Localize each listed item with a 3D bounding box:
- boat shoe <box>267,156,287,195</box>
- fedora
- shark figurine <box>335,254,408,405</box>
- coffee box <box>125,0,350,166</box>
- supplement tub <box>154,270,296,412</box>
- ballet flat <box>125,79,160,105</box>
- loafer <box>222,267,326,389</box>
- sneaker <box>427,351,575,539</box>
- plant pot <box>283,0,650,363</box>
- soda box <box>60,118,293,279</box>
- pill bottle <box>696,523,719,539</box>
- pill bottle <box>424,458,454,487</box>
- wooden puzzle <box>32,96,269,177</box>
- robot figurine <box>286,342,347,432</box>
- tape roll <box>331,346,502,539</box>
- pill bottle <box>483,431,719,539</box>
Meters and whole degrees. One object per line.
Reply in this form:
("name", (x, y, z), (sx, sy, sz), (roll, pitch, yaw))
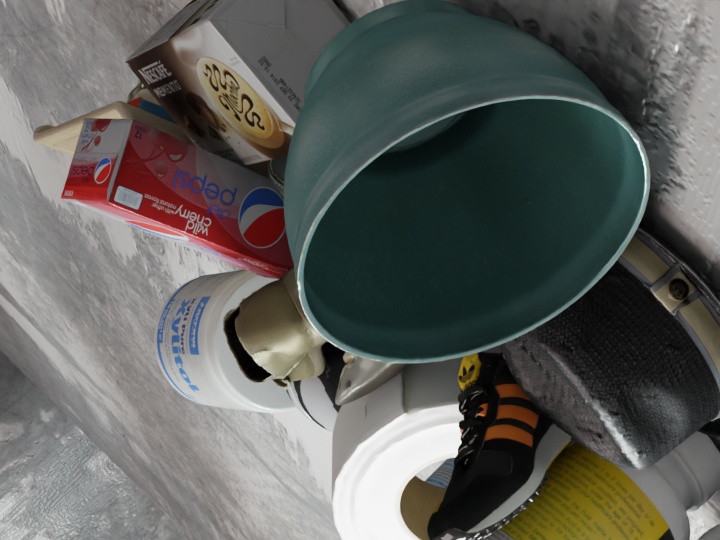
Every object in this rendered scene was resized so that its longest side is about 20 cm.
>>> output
("boat shoe", (-0.005, -0.075, 1.072), (0.062, 0.073, 0.199), (29, 169, -40))
("fedora", (0.151, 0.051, 0.970), (0.200, 0.092, 0.201), (42, 161, 18))
("shark figurine", (0.043, 0.017, 1.051), (0.089, 0.128, 0.215), (42, 157, 22))
("coffee box", (-0.077, -0.142, 1.104), (0.113, 0.080, 0.200), (50, 161, -16))
("supplement tub", (-0.109, 0.065, 1.486), (0.132, 0.132, 0.200), (51, 161, -12))
("ballet flat", (-0.170, -0.143, 1.329), (0.069, 0.069, 0.200), (48, 161, -1))
("loafer", (-0.066, 0.046, 1.165), (0.200, 0.067, 0.076), (105, 141, -73))
("sneaker", (0.084, 0.101, 1.020), (0.090, 0.200, 0.070), (49, 135, 0))
("plant pot", (0.043, -0.065, 0.875), (0.201, 0.199, 0.135), (73, 176, -52))
("soda box", (-0.115, -0.049, 1.155), (0.199, 0.064, 0.070), (23, 169, -40))
("pill bottle", (0.262, 0.231, 1.048), (0.119, 0.120, 0.200), (41, 160, 18))
("pill bottle", (0.070, 0.246, 1.369), (0.109, 0.200, 0.109), (41, 160, 19))
("wooden puzzle", (-0.154, -0.096, 1.306), (0.184, 0.037, 0.200), (22, 169, -30))
("robot figurine", (0.015, 0.083, 1.279), (0.200, 0.124, 0.151), (11, 115, 59))
("tape roll", (0.076, 0.149, 1.170), (0.071, 0.201, 0.203), (-89, -25, -53))
("pill bottle", (0.150, 0.178, 1.056), (0.111, 0.200, 0.111), (43, 161, 19))
